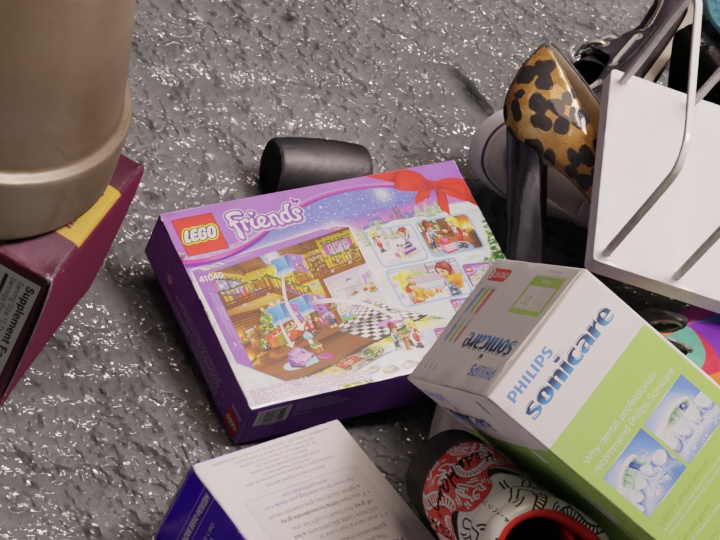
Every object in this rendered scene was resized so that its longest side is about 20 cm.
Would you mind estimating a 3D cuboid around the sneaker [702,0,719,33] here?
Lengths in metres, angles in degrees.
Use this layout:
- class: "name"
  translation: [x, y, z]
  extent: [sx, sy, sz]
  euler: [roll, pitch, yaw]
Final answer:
- class: "sneaker"
  translation: [0.321, -0.162, 2.119]
  extent: [0.200, 0.080, 0.131]
  euler: [44, 14, -12]

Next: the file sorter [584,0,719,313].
- class: "file sorter"
  translation: [0.251, -0.057, 1.748]
  extent: [0.199, 0.125, 0.139]
  euler: [18, 57, -14]

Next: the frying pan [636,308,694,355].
- class: "frying pan"
  translation: [0.149, 0.038, 1.630]
  extent: [0.115, 0.031, 0.190]
  euler: [20, -3, -34]

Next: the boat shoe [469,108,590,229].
- class: "boat shoe"
  translation: [0.166, -0.050, 1.889]
  extent: [0.199, 0.072, 0.066]
  euler: [21, 9, -21]

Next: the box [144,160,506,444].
- class: "box"
  translation: [-0.007, 0.015, 1.707]
  extent: [0.199, 0.039, 0.137]
  euler: [-11, 59, -28]

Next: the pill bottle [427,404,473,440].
- class: "pill bottle"
  translation: [0.144, 0.115, 1.661]
  extent: [0.199, 0.114, 0.114]
  euler: [17, 39, -15]

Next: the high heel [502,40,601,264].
- class: "high heel"
  translation: [0.184, -0.064, 1.817]
  extent: [0.199, 0.144, 0.071]
  euler: [3, 12, 8]

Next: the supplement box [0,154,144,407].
- class: "supplement box"
  translation: [-0.240, -0.040, 1.609]
  extent: [0.199, 0.103, 0.131]
  euler: [30, 36, 1]

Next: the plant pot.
- class: "plant pot"
  translation: [-0.193, -0.145, 1.533]
  extent: [0.199, 0.174, 0.201]
  euler: [17, 39, -14]

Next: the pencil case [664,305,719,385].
- class: "pencil case"
  translation: [0.211, 0.054, 1.798]
  extent: [0.199, 0.089, 0.088]
  euler: [-15, 55, -44]

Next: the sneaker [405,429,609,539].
- class: "sneaker"
  translation: [0.110, 0.168, 1.542]
  extent: [0.201, 0.067, 0.108]
  euler: [46, -4, -30]

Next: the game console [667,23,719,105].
- class: "game console"
  translation: [0.303, -0.071, 1.975]
  extent: [0.116, 0.176, 0.200]
  euler: [-31, 62, -17]

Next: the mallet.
- class: "mallet"
  translation: [0.000, 0.000, 1.770]
  extent: [0.066, 0.041, 0.201]
  euler: [-3, 51, -29]

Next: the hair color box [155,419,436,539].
- class: "hair color box"
  translation: [-0.003, 0.178, 1.541]
  extent: [0.109, 0.065, 0.200]
  euler: [-15, 53, -42]

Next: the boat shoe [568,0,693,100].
- class: "boat shoe"
  translation: [0.169, -0.137, 1.998]
  extent: [0.063, 0.073, 0.200]
  euler: [33, 42, 1]

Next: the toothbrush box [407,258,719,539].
- class: "toothbrush box"
  translation: [0.139, 0.089, 1.525]
  extent: [0.200, 0.086, 0.146]
  euler: [39, -7, -12]
